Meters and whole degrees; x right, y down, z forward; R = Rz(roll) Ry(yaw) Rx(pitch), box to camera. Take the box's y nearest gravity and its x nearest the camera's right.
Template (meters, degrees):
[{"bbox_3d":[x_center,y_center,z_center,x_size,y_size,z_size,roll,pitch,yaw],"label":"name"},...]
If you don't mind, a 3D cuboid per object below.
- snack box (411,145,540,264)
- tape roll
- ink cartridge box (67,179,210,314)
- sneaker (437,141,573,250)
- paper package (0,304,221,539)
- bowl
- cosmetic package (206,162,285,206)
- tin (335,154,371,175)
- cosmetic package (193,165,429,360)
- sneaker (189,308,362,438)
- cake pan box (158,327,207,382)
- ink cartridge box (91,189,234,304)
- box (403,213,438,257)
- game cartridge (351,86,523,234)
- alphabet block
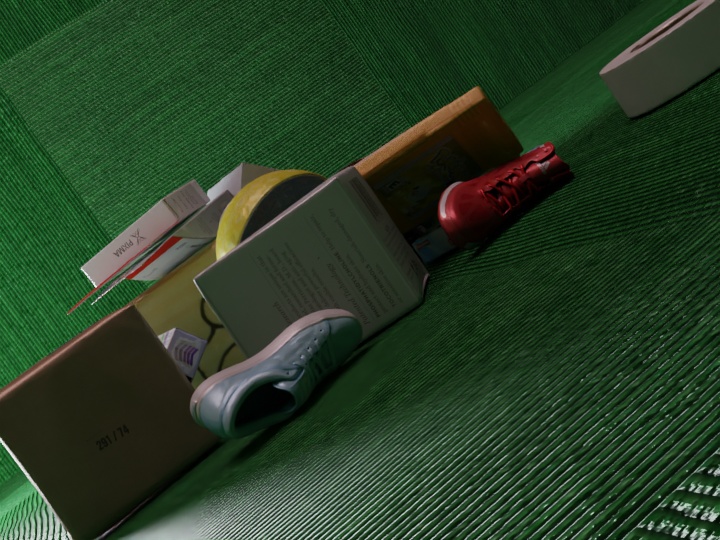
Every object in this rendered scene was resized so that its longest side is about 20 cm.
[{"bbox_3d":[0.160,-0.086,1.427,0.116,0.037,0.200,-31,7,44],"label":"snack box"},{"bbox_3d":[0.400,-0.275,1.370,0.202,0.071,0.202,-36,5,4],"label":"tape roll"},{"bbox_3d":[-0.327,-0.036,1.567,0.200,0.045,0.176,-35,7,30],"label":"ink cartridge box"},{"bbox_3d":[0.172,-0.100,1.269,0.115,0.078,0.200,-34,7,38],"label":"sneaker"},{"bbox_3d":[-0.285,0.168,1.211,0.200,0.191,0.103,-36,5,-19],"label":"paper package"},{"bbox_3d":[-0.124,-0.047,1.453,0.107,0.201,0.200,25,51,37],"label":"bowl"},{"bbox_3d":[-0.114,-0.102,1.652,0.199,0.052,0.151,9,-18,-25],"label":"cosmetic package"},{"bbox_3d":[0.057,-0.137,1.515,0.199,0.042,0.112,-12,29,22],"label":"tin"},{"bbox_3d":[-0.050,0.007,1.258,0.200,0.167,0.167,-34,5,12],"label":"cosmetic package"},{"bbox_3d":[-0.066,0.110,1.090,0.200,0.074,0.082,-33,34,-23],"label":"sneaker"},{"bbox_3d":[-0.267,0.172,1.393,0.200,0.052,0.185,-19,50,67],"label":"cake pan box"},{"bbox_3d":[-0.270,-0.019,1.546,0.160,0.047,0.200,-31,13,45],"label":"ink cartridge box"},{"bbox_3d":[0.050,-0.071,1.604,0.200,0.048,0.159,-27,33,47],"label":"box"},{"bbox_3d":[0.097,-0.131,1.376,0.200,0.033,0.176,-31,-27,14],"label":"game cartridge"},{"bbox_3d":[-0.207,0.068,1.606,0.200,0.196,0.196,-35,7,3],"label":"alphabet block"}]
